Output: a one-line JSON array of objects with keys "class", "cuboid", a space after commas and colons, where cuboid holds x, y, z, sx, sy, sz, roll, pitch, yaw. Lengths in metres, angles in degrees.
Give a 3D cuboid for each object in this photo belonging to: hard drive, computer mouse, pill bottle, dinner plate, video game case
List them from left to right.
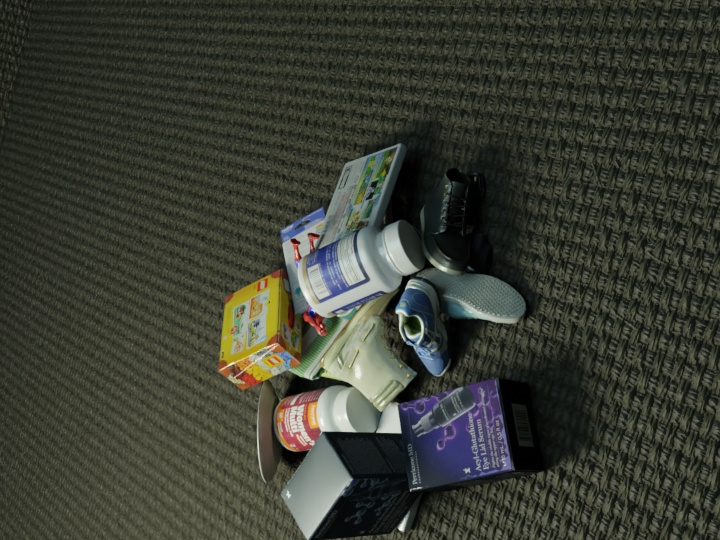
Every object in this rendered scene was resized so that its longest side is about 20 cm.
[{"class": "dinner plate", "cuboid": [-0.174, 0.316, 1.836, 0.024, 0.200, 0.201, -2, 77, 4]}, {"class": "pill bottle", "cuboid": [-0.064, 0.276, 1.753, 0.200, 0.109, 0.110, -19, 69, 43]}, {"class": "video game case", "cuboid": [-0.001, -0.131, 1.743, 0.182, 0.022, 0.201, -11, 54, 54]}, {"class": "pill bottle", "cuboid": [0.004, -0.007, 1.599, 0.200, 0.120, 0.120, -23, 65, 25]}, {"class": "hard drive", "cuboid": [0.068, 0.343, 1.663, 0.132, 0.026, 0.201, 23, 99, 46]}, {"class": "computer mouse", "cuboid": [0.193, -0.074, 1.610, 0.059, 0.034, 0.201, -13, 72, 45]}]

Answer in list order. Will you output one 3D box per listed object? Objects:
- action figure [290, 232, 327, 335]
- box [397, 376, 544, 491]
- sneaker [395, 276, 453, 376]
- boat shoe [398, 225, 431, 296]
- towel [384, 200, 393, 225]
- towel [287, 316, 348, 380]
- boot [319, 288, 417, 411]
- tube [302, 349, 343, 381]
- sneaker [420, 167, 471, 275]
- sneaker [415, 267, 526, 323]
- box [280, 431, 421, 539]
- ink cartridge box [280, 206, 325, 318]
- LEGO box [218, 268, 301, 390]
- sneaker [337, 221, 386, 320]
[{"class": "action figure", "cuboid": [-0.076, 0.039, 1.746, 0.099, 0.065, 0.201, 30, 134, 55]}, {"class": "box", "cuboid": [0.173, 0.267, 1.494, 0.200, 0.104, 0.149, -22, 67, 33]}, {"class": "sneaker", "cuboid": [0.102, 0.107, 1.575, 0.076, 0.077, 0.200, 9, 133, 38]}, {"class": "boat shoe", "cuboid": [0.092, -0.003, 1.684, 0.067, 0.057, 0.201, -36, 58, 36]}, {"class": "towel", "cuboid": [0.010, -0.090, 1.804, 0.132, 0.034, 0.201, -21, 67, 43]}, {"class": "towel", "cuboid": [-0.110, 0.130, 1.849, 0.200, 0.023, 0.153, 21, 71, 47]}, {"class": "boot", "cuboid": [0.043, 0.133, 1.661, 0.155, 0.072, 0.200, 38, 90, 2]}, {"class": "tube", "cuboid": [-0.063, 0.178, 1.819, 0.200, 0.052, 0.058, 2, 117, 42]}, {"class": "sneaker", "cuboid": [0.151, -0.086, 1.578, 0.200, 0.075, 0.106, -102, 29, -49]}, {"class": "sneaker", "cuboid": [0.190, 0.051, 1.575, 0.200, 0.082, 0.074, 20, 66, 29]}, {"class": "box", "cuboid": [-0.004, 0.360, 1.571, 0.149, 0.200, 0.107, -58, 47, 22]}, {"class": "ink cartridge box", "cuboid": [-0.093, -0.017, 1.872, 0.119, 0.042, 0.201, -28, 60, 25]}, {"class": "LEGO box", "cuboid": [-0.196, 0.116, 1.858, 0.149, 0.077, 0.200, -25, 41, 23]}, {"class": "sneaker", "cuboid": [0.000, 0.000, 1.709, 0.070, 0.093, 0.201, 29, 116, 58]}]
